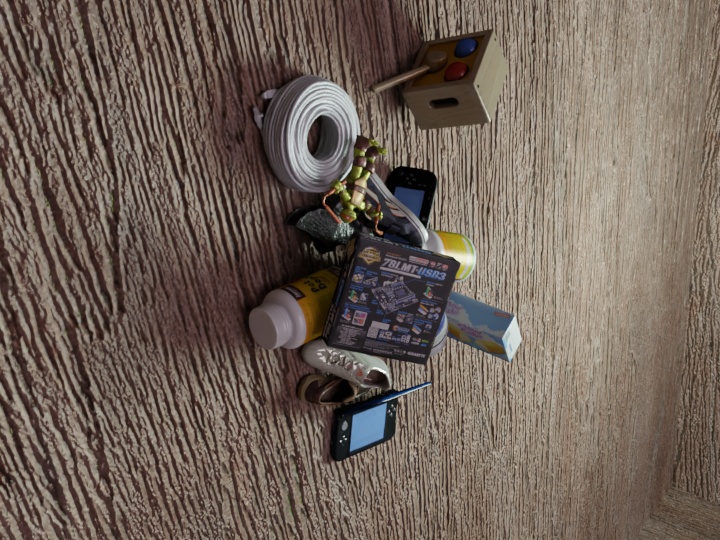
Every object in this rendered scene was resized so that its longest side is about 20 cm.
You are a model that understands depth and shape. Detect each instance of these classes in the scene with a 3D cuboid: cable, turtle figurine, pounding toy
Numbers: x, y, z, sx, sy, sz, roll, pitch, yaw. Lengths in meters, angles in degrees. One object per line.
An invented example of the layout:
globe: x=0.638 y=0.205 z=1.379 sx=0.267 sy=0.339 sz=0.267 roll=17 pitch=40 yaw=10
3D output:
cable: x=-0.081 y=-0.237 z=1.281 sx=0.200 sy=0.069 sz=0.202 roll=-37 pitch=127 yaw=-36
turtle figurine: x=-0.002 y=-0.148 z=1.311 sx=0.199 sy=0.064 sz=0.163 roll=24 pitch=84 yaw=-53
pounding toy: x=0.158 y=-0.377 z=1.445 sx=0.143 sy=0.198 sz=0.185 roll=54 pitch=48 yaw=-43

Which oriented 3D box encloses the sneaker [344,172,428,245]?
sneaker: x=0.040 y=-0.108 z=1.417 sx=0.200 sy=0.078 sz=0.079 roll=46 pitch=72 yaw=-6

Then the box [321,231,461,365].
box: x=0.053 y=0.052 z=1.277 sx=0.198 sy=0.050 sz=0.201 roll=12 pitch=102 yaw=-20

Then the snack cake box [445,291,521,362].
snack cake box: x=0.258 y=0.121 z=1.671 sx=0.068 sy=0.199 sz=0.115 roll=-56 pitch=146 yaw=-19

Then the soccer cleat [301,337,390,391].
soccer cleat: x=-0.022 y=0.184 z=1.438 sx=0.199 sy=0.078 sz=0.070 roll=21 pitch=110 yaw=-30

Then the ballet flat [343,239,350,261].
ballet flat: x=0.000 y=0.000 z=1.409 sx=0.200 sy=0.062 sz=0.068 roll=46 pitch=48 yaw=-55

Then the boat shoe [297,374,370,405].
boat shoe: x=-0.035 y=0.243 z=1.484 sx=0.199 sy=0.072 sz=0.073 roll=8 pitch=97 yaw=-50

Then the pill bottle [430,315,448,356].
pill bottle: x=0.126 y=0.106 z=1.569 sx=0.116 sy=0.115 sz=0.200 roll=-58 pitch=153 yaw=-18

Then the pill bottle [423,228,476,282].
pill bottle: x=0.153 y=-0.032 z=1.582 sx=0.199 sy=0.110 sz=0.112 roll=4 pitch=99 yaw=-49

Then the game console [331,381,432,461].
game console: x=0.048 y=0.322 z=1.571 sx=0.199 sy=0.118 sz=0.173 roll=-9 pitch=108 yaw=-46

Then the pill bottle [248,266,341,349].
pill bottle: x=-0.101 y=0.071 z=1.326 sx=0.199 sy=0.109 sz=0.110 roll=-24 pitch=119 yaw=-43

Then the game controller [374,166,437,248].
game controller: x=0.090 y=-0.110 z=1.484 sx=0.042 sy=0.103 sz=0.202 roll=23 pitch=80 yaw=-62

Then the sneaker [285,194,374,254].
sneaker: x=-0.050 y=-0.070 z=1.382 sx=0.105 sy=0.060 sz=0.200 roll=-55 pitch=137 yaw=-13
